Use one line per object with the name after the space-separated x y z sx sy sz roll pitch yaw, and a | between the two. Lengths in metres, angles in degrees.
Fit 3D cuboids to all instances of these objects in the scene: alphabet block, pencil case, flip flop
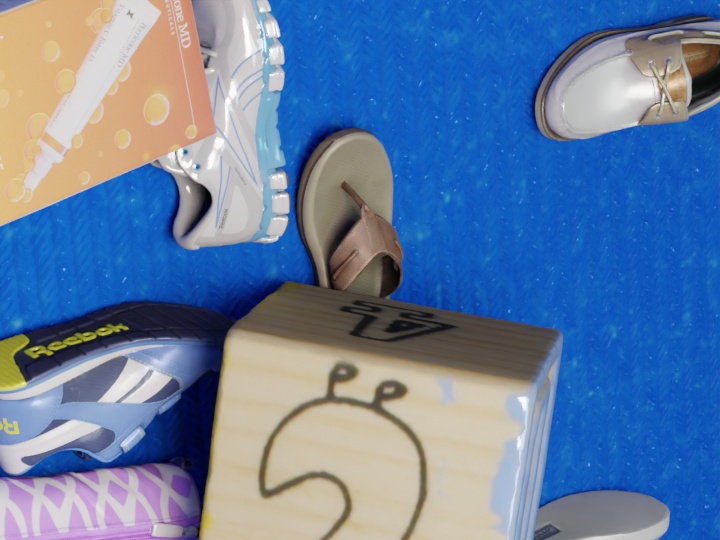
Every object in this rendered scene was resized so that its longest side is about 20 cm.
0.015 0.129 1.668 0.196 0.198 0.197 -39 137 -78 | alphabet block
-0.190 0.171 1.642 0.199 0.085 0.085 -4 106 -38 | pencil case
0.000 0.000 1.774 0.081 0.057 0.202 -10 108 -38 | flip flop

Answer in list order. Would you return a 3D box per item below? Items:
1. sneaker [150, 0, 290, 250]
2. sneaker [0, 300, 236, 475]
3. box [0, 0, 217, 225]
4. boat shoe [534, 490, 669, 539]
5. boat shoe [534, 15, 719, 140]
-0.099 -0.104 1.658 0.086 0.075 0.202 -17 112 -30 | sneaker
-0.160 0.074 1.654 0.199 0.074 0.083 -14 115 -31 | sneaker
-0.202 -0.114 1.548 0.199 0.097 0.125 -26 117 -33 | box
0.152 0.226 1.964 0.200 0.070 0.072 -16 122 -32 | boat shoe
0.219 -0.146 1.913 0.199 0.068 0.075 -25 117 -33 | boat shoe
